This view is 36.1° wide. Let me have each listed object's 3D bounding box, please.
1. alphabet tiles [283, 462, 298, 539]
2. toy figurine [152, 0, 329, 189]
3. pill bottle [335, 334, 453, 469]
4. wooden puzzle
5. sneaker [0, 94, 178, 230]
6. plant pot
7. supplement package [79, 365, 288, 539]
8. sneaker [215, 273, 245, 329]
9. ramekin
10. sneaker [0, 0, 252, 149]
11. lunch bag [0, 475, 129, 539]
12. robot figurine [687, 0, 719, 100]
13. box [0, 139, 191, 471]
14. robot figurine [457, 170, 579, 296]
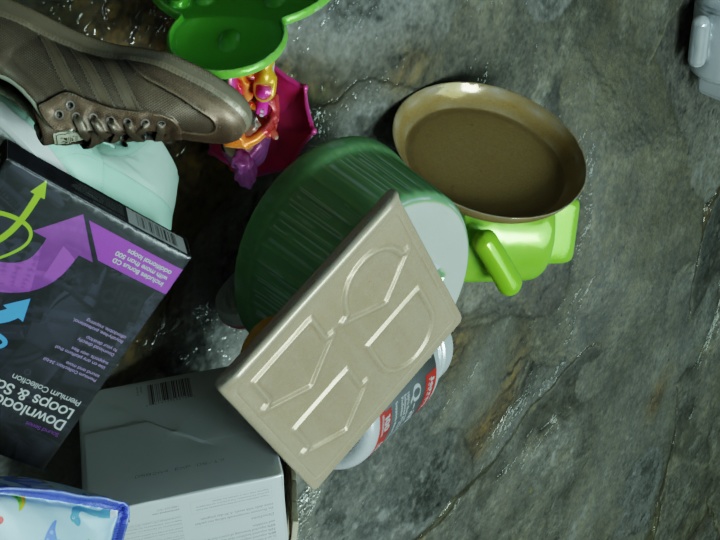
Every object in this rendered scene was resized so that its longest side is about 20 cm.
[{"bbox_3d":[-0.071,0.257,1.068,0.007,0.201,0.170,4,111,-6],"label":"alphabet tiles"},{"bbox_3d":[-0.082,-0.139,0.840,0.186,0.147,0.202,88,5,-47],"label":"toy figurine"},{"bbox_3d":[0.011,0.104,1.100,0.199,0.114,0.118,-32,133,-55],"label":"pill bottle"},{"bbox_3d":[-0.015,0.053,0.831,0.186,0.046,0.201,-47,146,-12],"label":"wooden puzzle"},{"bbox_3d":[-0.212,-0.086,0.788,0.200,0.073,0.120,43,37,-33],"label":"sneaker"},{"bbox_3d":[0.124,-0.113,1.085,0.199,0.199,0.028,-32,152,-37],"label":"plant pot"},{"bbox_3d":[-0.141,0.212,0.910,0.149,0.151,0.203,-9,122,-11],"label":"supplement package"},{"bbox_3d":[-0.048,0.026,1.032,0.199,0.074,0.106,-37,130,-40],"label":"sneaker"},{"bbox_3d":[0.000,0.000,0.923,0.198,0.097,0.203,-28,134,-33],"label":"ramekin"},{"bbox_3d":[-0.170,-0.105,0.704,0.070,0.197,0.077,131,-24,-72],"label":"sneaker"},{"bbox_3d":[-0.281,0.185,0.723,0.198,0.168,0.130,19,68,-41],"label":"lunch bag"},{"bbox_3d":[0.513,-0.336,1.516,0.168,0.112,0.203,-27,129,-28],"label":"robot figurine"},{"bbox_3d":[-0.228,0.032,0.750,0.142,0.036,0.201,29,107,-30],"label":"box"},{"bbox_3d":[0.120,-0.047,1.124,0.196,0.176,0.118,-2,115,-15],"label":"robot figurine"}]
